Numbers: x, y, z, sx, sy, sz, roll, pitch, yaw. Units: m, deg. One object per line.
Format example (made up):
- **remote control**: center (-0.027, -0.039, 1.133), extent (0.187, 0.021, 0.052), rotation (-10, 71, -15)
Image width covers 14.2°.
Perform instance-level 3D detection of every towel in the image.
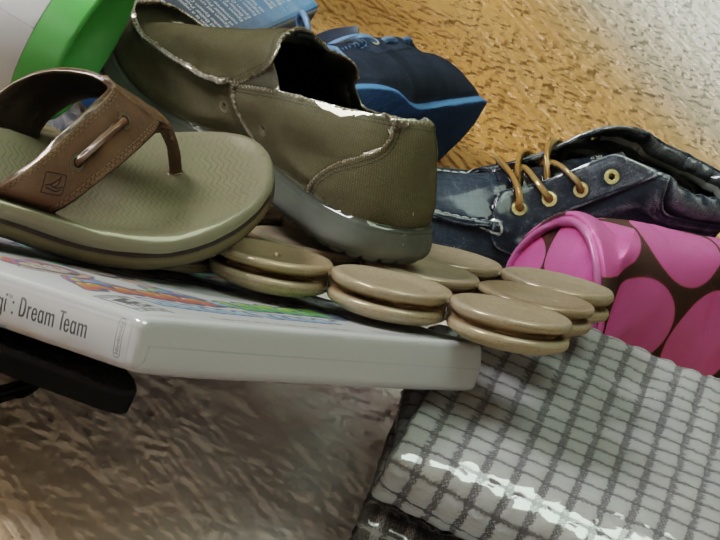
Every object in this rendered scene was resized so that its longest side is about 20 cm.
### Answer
- **towel**: center (0.087, 0.096, 1.201), extent (0.165, 0.086, 0.200), rotation (22, 22, 3)

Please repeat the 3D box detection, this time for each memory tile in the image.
- **memory tile**: center (0.000, 0.000, 1.200), extent (0.199, 0.017, 0.153), rotation (14, 9, 11)

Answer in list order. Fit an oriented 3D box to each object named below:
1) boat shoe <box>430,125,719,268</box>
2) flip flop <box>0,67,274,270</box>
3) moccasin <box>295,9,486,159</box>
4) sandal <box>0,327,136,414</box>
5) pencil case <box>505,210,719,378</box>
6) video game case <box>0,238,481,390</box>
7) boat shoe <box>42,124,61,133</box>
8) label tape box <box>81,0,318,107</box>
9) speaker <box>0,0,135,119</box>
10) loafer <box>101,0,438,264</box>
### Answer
- **boat shoe**: center (0.086, -0.036, 1.410), extent (0.200, 0.091, 0.071), rotation (15, 31, -25)
- **flip flop**: center (-0.122, -0.050, 1.115), extent (0.199, 0.058, 0.081), rotation (10, 31, -24)
- **moccasin**: center (-0.012, -0.082, 1.423), extent (0.068, 0.080, 0.200), rotation (48, 18, 17)
- **sandal**: center (-0.184, 0.030, 1.101), extent (0.199, 0.045, 0.075), rotation (14, 7, -1)
- **pencil case**: center (0.158, 0.030, 1.379), extent (0.200, 0.094, 0.091), rotation (8, -10, -34)
- **video game case**: center (-0.081, 0.013, 1.126), extent (0.182, 0.024, 0.200), rotation (16, 7, 39)
- **boat shoe**: center (-0.196, -0.048, 1.158), extent (0.064, 0.072, 0.200), rotation (4, 6, 37)
- **label tape box**: center (-0.128, -0.133, 1.382), extent (0.144, 0.063, 0.200), rotation (43, 30, 9)
- **speaker**: center (-0.197, -0.146, 1.235), extent (0.200, 0.089, 0.088), rotation (32, 28, 7)
- **loafer**: center (-0.033, -0.074, 1.233), extent (0.200, 0.070, 0.075), rotation (34, 21, 35)
